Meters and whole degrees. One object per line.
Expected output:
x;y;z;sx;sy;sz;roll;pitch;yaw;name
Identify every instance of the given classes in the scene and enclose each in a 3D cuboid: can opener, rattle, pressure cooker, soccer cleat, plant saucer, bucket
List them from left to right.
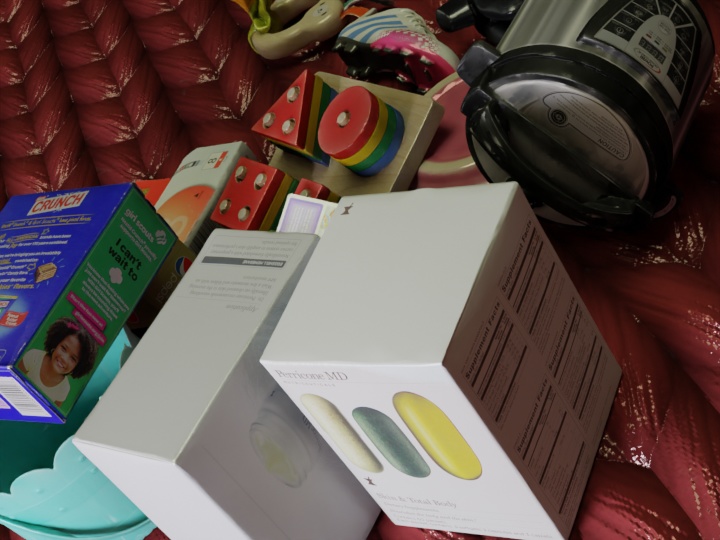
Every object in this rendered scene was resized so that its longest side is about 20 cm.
-0.246;0.145;1.108;0.205;0.135;0.209;-23;39;20;bucket
-0.069;-0.331;1.482;0.130;0.145;0.199;-35;25;-31;rattle
0.049;-0.243;1.341;0.087;0.070;0.199;-48;38;-15;soccer cleat
0.112;-0.129;1.184;0.198;0.051;0.202;-22;40;19;plant saucer
0.133;-0.241;1.231;0.078;0.064;0.200;-37;21;0;can opener
0.181;-0.130;1.022;0.174;0.180;0.201;10;50;31;pressure cooker

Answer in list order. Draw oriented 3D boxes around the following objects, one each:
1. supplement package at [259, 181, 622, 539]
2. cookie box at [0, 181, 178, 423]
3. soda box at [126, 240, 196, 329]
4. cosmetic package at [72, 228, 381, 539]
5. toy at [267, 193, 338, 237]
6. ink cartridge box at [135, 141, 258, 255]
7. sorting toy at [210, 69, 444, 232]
0.063;0.066;0.886;0.150;0.201;0.152;-2;48;37;supplement package
-0.274;0.025;1.084;0.169;0.075;0.202;-3;48;38;cookie box
-0.229;0.013;1.250;0.199;0.064;0.068;-12;39;58;soda box
-0.069;0.111;0.945;0.122;0.200;0.201;5;52;42;cosmetic package
0.000;0.000;1.069;0.197;0.047;0.117;12;77;27;toy
-0.220;-0.063;1.385;0.198;0.050;0.164;-1;49;35;ink cartridge box
-0.044;-0.096;1.205;0.199;0.069;0.201;23;85;52;sorting toy
